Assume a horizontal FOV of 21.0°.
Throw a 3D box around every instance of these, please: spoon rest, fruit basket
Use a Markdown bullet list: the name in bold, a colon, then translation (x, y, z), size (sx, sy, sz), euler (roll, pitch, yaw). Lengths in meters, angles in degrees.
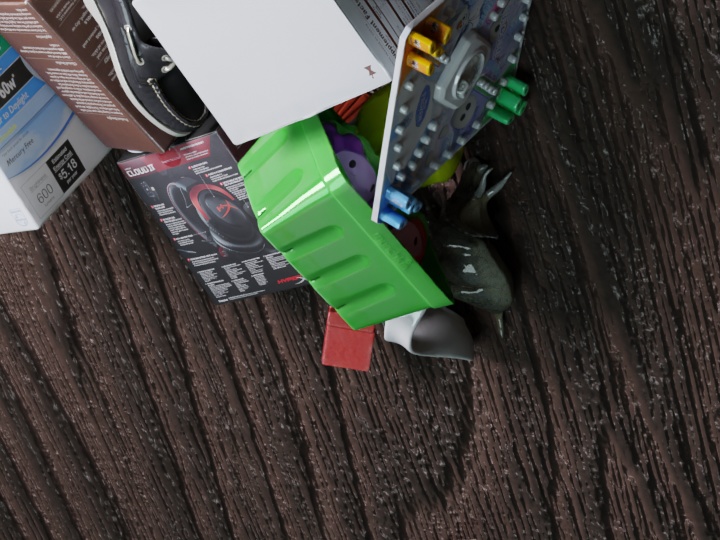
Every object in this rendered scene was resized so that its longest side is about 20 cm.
- **spoon rest**: translation (0.054, 0.051, 1.793), size (0.099, 0.061, 0.200), euler (28, 174, 15)
- **fruit basket**: translation (0.024, -0.078, 1.631), size (0.213, 0.156, 0.217), euler (-10, 134, -11)

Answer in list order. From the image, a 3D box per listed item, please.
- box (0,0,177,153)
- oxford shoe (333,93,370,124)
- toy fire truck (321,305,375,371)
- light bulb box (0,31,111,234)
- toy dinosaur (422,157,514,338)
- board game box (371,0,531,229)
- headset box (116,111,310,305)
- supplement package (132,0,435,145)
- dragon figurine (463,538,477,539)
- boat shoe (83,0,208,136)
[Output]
- **box**: translation (-0.244, -0.198, 1.754), size (0.100, 0.075, 0.200), euler (10, 147, 49)
- **oxford shoe**: translation (-0.075, -0.160, 1.740), size (0.199, 0.071, 0.073), euler (37, 145, 1)
- **toy fire truck**: translation (0.000, 0.000, 1.811), size (0.048, 0.141, 0.202), euler (9, 98, 0)
- **light bulb box**: translation (-0.338, -0.170, 1.823), size (0.124, 0.199, 0.201), euler (-6, 125, 39)
- **toy dinosaur**: translation (0.098, -0.002, 1.757), size (0.102, 0.077, 0.201), euler (13, 132, 45)
- **board game box**: translation (0.085, -0.153, 1.519), size (0.026, 0.200, 0.201), euler (31, 140, 20)
- **headset box**: translation (-0.126, -0.075, 1.852), size (0.148, 0.075, 0.201), euler (-13, 119, 43)
- **supplement package**: translation (-0.033, -0.235, 1.533), size (0.190, 0.200, 0.148), euler (-18, 117, 44)
- **dragon figurine**: translation (0.095, 0.346, 2.103), size (0.058, 0.099, 0.202), euler (22, 119, 20)
- **boat shoe**: translation (-0.181, -0.208, 1.697), size (0.060, 0.074, 0.201), euler (-4, 120, 42)
